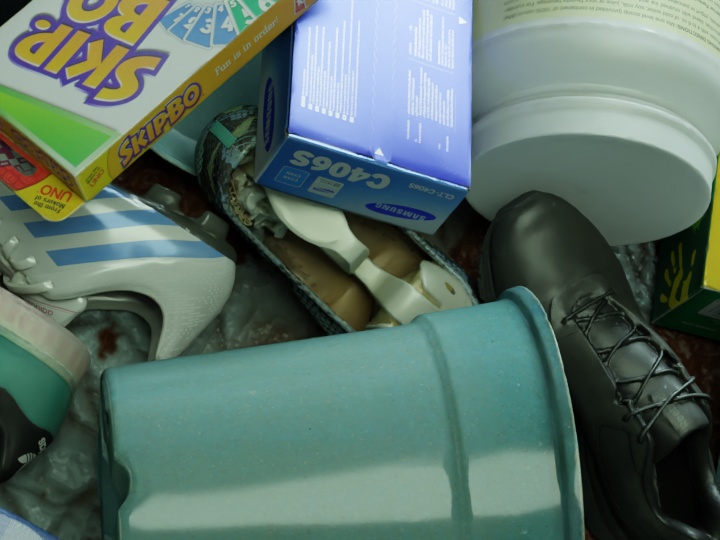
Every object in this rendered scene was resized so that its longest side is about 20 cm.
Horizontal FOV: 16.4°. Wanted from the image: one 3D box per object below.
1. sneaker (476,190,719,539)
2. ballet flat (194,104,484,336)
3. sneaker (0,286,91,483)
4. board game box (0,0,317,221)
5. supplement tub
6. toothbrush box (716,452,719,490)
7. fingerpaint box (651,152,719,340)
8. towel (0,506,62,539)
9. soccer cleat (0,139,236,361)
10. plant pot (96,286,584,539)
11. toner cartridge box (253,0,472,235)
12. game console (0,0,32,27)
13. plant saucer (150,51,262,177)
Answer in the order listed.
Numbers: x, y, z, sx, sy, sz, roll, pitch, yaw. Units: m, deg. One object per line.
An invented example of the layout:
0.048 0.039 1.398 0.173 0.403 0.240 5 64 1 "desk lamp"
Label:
0.127 0.050 1.204 0.076 0.091 0.200 -33 105 -19 "sneaker"
0.000 0.000 1.202 0.200 0.074 0.074 39 66 -15 "ballet flat"
-0.226 0.026 1.144 0.200 0.071 0.080 28 63 -8 "sneaker"
-0.098 -0.113 1.146 0.200 0.030 0.095 -44 59 -15 "board game box"
0.119 -0.128 1.250 0.145 0.145 0.200 12 65 -13 "supplement tub"
0.253 0.119 1.213 0.146 0.085 0.200 7 94 -14 "toothbrush box"
0.264 -0.034 1.309 0.200 0.073 0.167 14 70 -13 "fingerpaint box"
-0.223 0.183 1.122 0.147 0.024 0.200 30 67 -7 "towel"
-0.156 -0.023 1.183 0.200 0.070 0.086 28 79 -3 "soccer cleat"
-0.017 0.113 1.124 0.196 0.200 0.201 -4 74 -9 "plant pot"
0.004 -0.120 1.197 0.095 0.043 0.200 16 54 -18 "toner cartridge box"
-0.229 -0.208 1.195 0.200 0.116 0.176 12 70 -12 "game console"
-0.057 -0.134 1.254 0.200 0.036 0.200 4 79 -21 "plant saucer"
